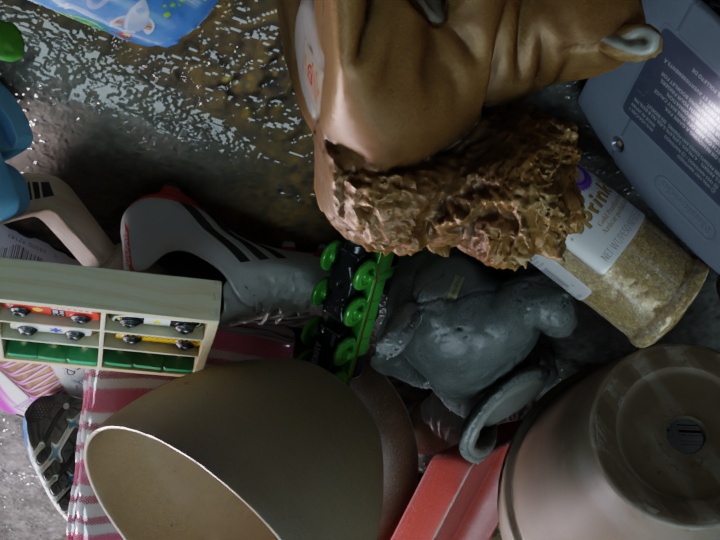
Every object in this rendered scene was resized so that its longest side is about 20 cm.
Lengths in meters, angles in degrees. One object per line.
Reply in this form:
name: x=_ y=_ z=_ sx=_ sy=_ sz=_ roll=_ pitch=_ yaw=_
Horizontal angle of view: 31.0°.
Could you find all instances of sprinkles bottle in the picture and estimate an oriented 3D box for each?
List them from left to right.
sprinkles bottle: x=0.113 y=-0.039 z=0.785 sx=0.200 sy=0.068 sz=0.068 roll=38 pitch=132 yaw=0

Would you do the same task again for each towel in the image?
towel: x=-0.129 y=0.130 z=0.925 sx=0.146 sy=0.030 sz=0.201 roll=6 pitch=101 yaw=-20

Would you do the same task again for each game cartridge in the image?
game cartridge: x=0.212 y=-0.069 z=0.734 sx=0.041 sy=0.200 sz=0.133 roll=-22 pitch=151 yaw=-34

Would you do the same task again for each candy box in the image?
candy box: x=-0.218 y=0.057 z=0.960 sx=0.200 sy=0.061 sz=0.136 roll=25 pitch=134 yaw=-26

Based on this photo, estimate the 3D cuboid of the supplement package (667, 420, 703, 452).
supplement package: x=0.227 y=0.225 z=1.029 sx=0.147 sy=0.200 sz=0.191 roll=4 pitch=138 yaw=-12

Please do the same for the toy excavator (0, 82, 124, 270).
toy excavator: x=-0.232 y=-0.056 z=0.814 sx=0.100 sy=0.200 sz=0.195 roll=-24 pitch=89 yaw=27

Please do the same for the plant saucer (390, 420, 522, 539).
plant saucer: x=0.065 y=0.206 z=1.014 sx=0.037 sy=0.200 sz=0.200 roll=30 pitch=104 yaw=20

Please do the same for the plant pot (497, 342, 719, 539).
plant pot: x=0.194 y=0.131 z=0.838 sx=0.199 sy=0.200 sz=0.174 roll=0 pitch=154 yaw=1

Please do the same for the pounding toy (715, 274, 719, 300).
pounding toy: x=0.344 y=-0.018 z=0.836 sx=0.199 sy=0.142 sz=0.184 roll=2 pitch=127 yaw=0

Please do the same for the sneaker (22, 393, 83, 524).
sneaker: x=-0.201 y=0.174 z=0.990 sx=0.090 sy=0.078 sz=0.200 roll=6 pitch=135 yaw=45

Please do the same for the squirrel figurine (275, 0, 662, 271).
squirrel figurine: x=0.065 y=-0.100 z=0.703 sx=0.186 sy=0.142 sz=0.201 roll=-9 pitch=96 yaw=-14

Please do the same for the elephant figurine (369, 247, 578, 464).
elephant figurine: x=0.081 y=0.061 z=0.900 sx=0.155 sy=0.142 sz=0.200 roll=0 pitch=136 yaw=-3

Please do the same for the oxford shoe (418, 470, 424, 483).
oxford shoe: x=0.043 y=0.202 z=1.075 sx=0.074 sy=0.071 sz=0.200 roll=-22 pitch=161 yaw=23

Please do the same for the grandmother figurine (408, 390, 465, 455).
grandmother figurine: x=-0.004 y=0.139 z=1.051 sx=0.200 sy=0.061 sz=0.121 roll=-13 pitch=164 yaw=17

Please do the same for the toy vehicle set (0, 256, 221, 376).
toy vehicle set: x=-0.192 y=0.029 z=0.811 sx=0.199 sy=0.027 sz=0.124 roll=6 pitch=158 yaw=-9

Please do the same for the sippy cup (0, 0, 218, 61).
sippy cup: x=-0.132 y=-0.182 z=0.653 sx=0.178 sy=0.140 sz=0.130 roll=-3 pitch=156 yaw=44

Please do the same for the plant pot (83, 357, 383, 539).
plant pot: x=-0.062 y=0.135 z=0.851 sx=0.200 sy=0.134 sz=0.201 roll=27 pitch=142 yaw=24

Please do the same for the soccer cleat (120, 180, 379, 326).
soccer cleat: x=-0.075 y=0.011 z=0.890 sx=0.200 sy=0.085 sz=0.069 roll=26 pitch=132 yaw=-25

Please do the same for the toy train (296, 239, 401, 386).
toy train: x=0.000 y=0.000 z=0.865 sx=0.042 sy=0.056 sz=0.200 roll=31 pitch=123 yaw=26

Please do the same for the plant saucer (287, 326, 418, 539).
plant saucer: x=-0.056 y=0.144 z=0.982 sx=0.200 sy=0.037 sz=0.201 roll=3 pitch=100 yaw=16
